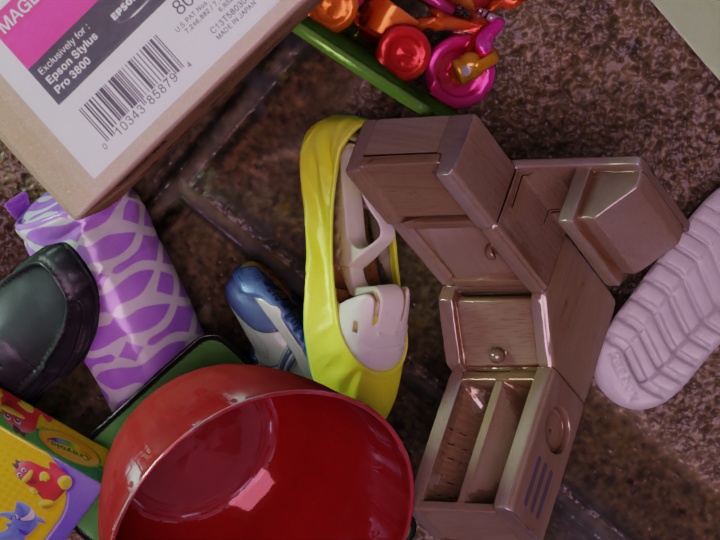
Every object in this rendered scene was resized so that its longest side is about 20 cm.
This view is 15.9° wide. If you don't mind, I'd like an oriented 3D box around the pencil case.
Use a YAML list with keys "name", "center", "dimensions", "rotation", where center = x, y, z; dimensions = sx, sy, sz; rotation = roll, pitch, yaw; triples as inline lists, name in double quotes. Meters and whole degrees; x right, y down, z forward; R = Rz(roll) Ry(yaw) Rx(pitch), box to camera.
- name: "pencil case"
  center: [-0.148, 0.035, 1.634]
  dimensions: [0.085, 0.084, 0.201]
  rotation: [-8, 109, 42]

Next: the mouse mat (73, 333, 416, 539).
- name: "mouse mat"
  center: [-0.083, 0.150, 1.625]
  dimensions: [0.161, 0.008, 0.200]
  rotation: [-41, 109, 11]

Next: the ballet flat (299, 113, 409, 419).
- name: "ballet flat"
  center: [0.000, 0.000, 1.588]
  dimensions: [0.067, 0.067, 0.201]
  rotation: [0, 80, -37]

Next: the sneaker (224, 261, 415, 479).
- name: "sneaker"
  center: [-0.044, 0.092, 1.648]
  dimensions: [0.088, 0.075, 0.201]
  rotation: [-29, 103, 9]

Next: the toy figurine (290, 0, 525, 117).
- name: "toy figurine"
  center: [0.050, -0.194, 1.543]
  dimensions: [0.200, 0.150, 0.185]
  rotation: [32, 95, -20]

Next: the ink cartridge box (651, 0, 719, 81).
- name: "ink cartridge box"
  center: [0.278, -0.157, 1.570]
  dimensions: [0.145, 0.048, 0.200]
  rotation: [-43, 103, 0]

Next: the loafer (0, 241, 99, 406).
- name: "loafer"
  center: [-0.219, 0.052, 1.594]
  dimensions: [0.068, 0.070, 0.201]
  rotation: [54, 140, 11]

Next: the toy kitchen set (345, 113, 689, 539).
- name: "toy kitchen set"
  center: [0.091, 0.033, 1.512]
  dimensions: [0.163, 0.181, 0.200]
  rotation: [-1, 146, 35]

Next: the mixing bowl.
- name: "mixing bowl"
  center: [-0.078, 0.132, 1.542]
  dimensions: [0.199, 0.108, 0.201]
  rotation: [-14, 124, -21]

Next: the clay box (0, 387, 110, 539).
- name: "clay box"
  center: [-0.266, 0.112, 1.568]
  dimensions: [0.199, 0.048, 0.115]
  rotation: [31, 113, -16]

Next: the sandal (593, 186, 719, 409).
- name: "sandal"
  center: [0.224, 0.004, 1.631]
  dimensions: [0.202, 0.050, 0.083]
  rotation: [-40, 87, 0]

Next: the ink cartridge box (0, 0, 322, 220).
- name: "ink cartridge box"
  center: [-0.136, -0.155, 1.449]
  dimensions: [0.200, 0.075, 0.165]
  rotation: [-43, 90, 14]
